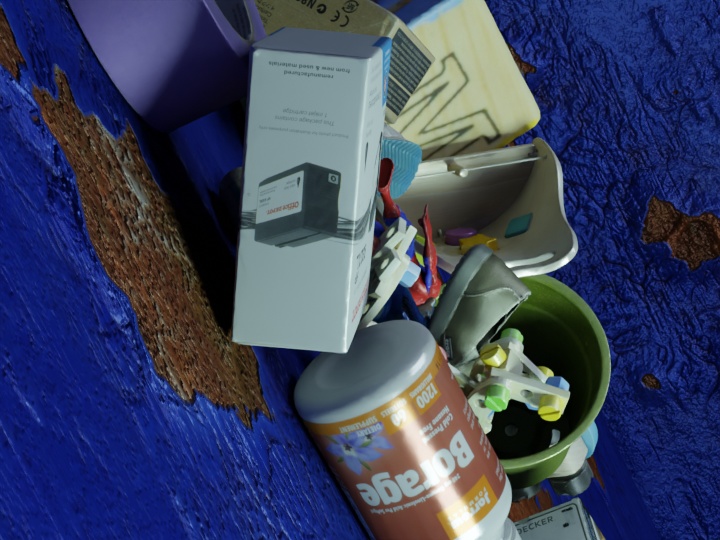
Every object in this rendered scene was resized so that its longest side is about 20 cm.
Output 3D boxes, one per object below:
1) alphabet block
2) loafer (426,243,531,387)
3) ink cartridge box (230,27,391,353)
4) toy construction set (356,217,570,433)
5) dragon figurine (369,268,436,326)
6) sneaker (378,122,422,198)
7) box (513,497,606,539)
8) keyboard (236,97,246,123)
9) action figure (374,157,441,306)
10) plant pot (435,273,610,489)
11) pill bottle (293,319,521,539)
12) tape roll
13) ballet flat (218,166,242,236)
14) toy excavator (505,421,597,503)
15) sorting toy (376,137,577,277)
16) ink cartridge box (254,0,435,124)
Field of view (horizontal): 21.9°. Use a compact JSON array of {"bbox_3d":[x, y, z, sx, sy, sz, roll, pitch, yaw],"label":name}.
[{"bbox_3d":[0.029,-0.208,1.813,0.200,0.196,0.195,56,3,-45],"label":"alphabet block"},{"bbox_3d":[0.076,0.079,1.521,0.070,0.200,0.075,28,14,10],"label":"loafer"},{"bbox_3d":[-0.033,-0.058,1.278,0.145,0.084,0.200,-66,162,-76],"label":"ink cartridge box"},{"bbox_3d":[0.054,0.060,1.423,0.200,0.131,0.092,45,45,-7],"label":"toy construction set"},{"bbox_3d":[0.015,0.039,1.532,0.200,0.059,0.100,-51,129,-62],"label":"dragon figurine"},{"bbox_3d":[-0.030,-0.116,1.639,0.081,0.077,0.200,29,3,34],"label":"sneaker"},{"bbox_3d":[0.191,0.304,1.769,0.200,0.117,0.060,57,15,-48],"label":"box"},{"bbox_3d":[-0.065,-0.080,1.613,0.200,0.021,0.127,68,11,6],"label":"keyboard"},{"bbox_3d":[0.029,-0.023,1.611,0.200,0.065,0.052,67,20,-48],"label":"action figure"},{"bbox_3d":[0.140,0.127,1.800,0.190,0.200,0.200,75,-4,-64],"label":"plant pot"},{"bbox_3d":[0.042,0.145,1.363,0.200,0.112,0.112,61,11,-22],"label":"pill bottle"},{"bbox_3d":[-0.142,-0.204,1.314,0.200,0.085,0.200,62,9,-18],"label":"tape roll"},{"bbox_3d":[-0.059,-0.059,1.457,0.062,0.067,0.200,56,10,6],"label":"ballet flat"},{"bbox_3d":[0.185,0.155,2.084,0.100,0.194,0.200,60,39,-27],"label":"toy excavator"},{"bbox_3d":[0.110,-0.036,1.723,0.180,0.200,0.107,-132,-144,-60],"label":"sorting toy"},{"bbox_3d":[-0.050,-0.212,1.575,0.200,0.075,0.165,31,1,14],"label":"ink cartridge box"}]
